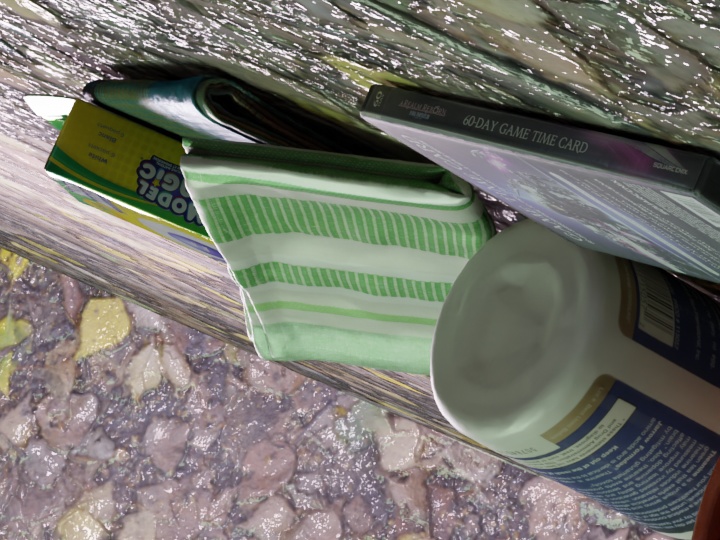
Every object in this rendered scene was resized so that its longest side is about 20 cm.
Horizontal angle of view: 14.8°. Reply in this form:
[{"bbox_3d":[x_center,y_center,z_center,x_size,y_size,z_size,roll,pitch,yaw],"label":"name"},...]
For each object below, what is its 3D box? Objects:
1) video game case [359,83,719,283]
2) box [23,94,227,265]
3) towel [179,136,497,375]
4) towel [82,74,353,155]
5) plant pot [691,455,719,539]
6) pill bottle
[{"bbox_3d":[0.110,-0.025,1.091,0.143,0.019,0.200,29,174,-39],"label":"video game case"},{"bbox_3d":[-0.086,-0.036,1.479,0.200,0.048,0.117,25,175,8],"label":"box"},{"bbox_3d":[0.000,0.000,1.355,0.152,0.023,0.200,6,152,15],"label":"towel"},{"bbox_3d":[-0.051,-0.064,1.394,0.146,0.022,0.200,26,175,-21],"label":"towel"},{"bbox_3d":[0.277,0.142,1.164,0.195,0.201,0.201,18,179,-36],"label":"plant pot"},{"bbox_3d":[0.137,0.061,1.301,0.200,0.111,0.111,28,173,-35],"label":"pill bottle"}]
